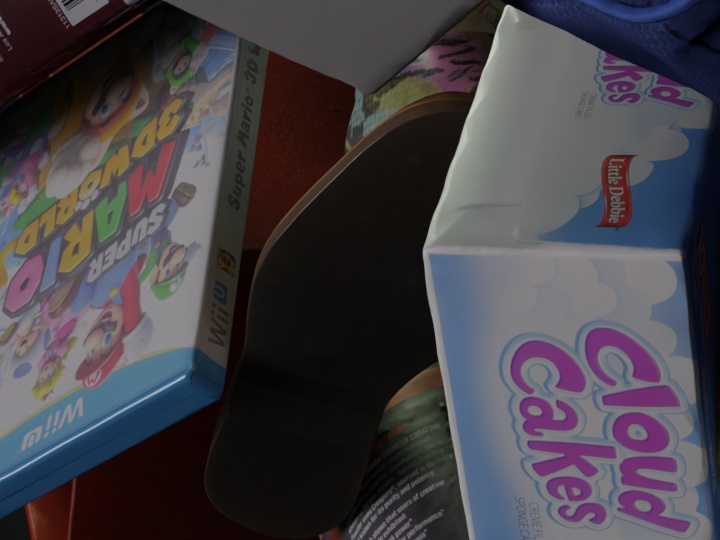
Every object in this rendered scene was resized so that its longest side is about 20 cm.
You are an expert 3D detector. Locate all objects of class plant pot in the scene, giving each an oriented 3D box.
[{"bbox_3d":[-0.047,0.019,1.174,0.200,0.176,0.200,-110,24,-51],"label":"plant pot"}]

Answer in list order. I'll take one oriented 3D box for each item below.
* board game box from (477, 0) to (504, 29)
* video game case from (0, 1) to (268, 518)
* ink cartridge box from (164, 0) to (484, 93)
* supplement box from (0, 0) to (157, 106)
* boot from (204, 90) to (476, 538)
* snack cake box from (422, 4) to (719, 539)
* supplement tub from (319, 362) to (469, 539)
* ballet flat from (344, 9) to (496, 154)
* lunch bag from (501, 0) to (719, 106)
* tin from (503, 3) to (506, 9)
[{"bbox_3d":[0.037,-0.164,1.113,0.134,0.034,0.201,-123,35,-65],"label":"board game box"},{"bbox_3d":[-0.092,-0.011,0.996,0.143,0.018,0.200,-29,39,34],"label":"video game case"},{"bbox_3d":[0.028,-0.146,0.576,0.200,0.084,0.145,-35,34,56],"label":"ink cartridge box"},{"bbox_3d":[-0.131,-0.100,1.045,0.200,0.109,0.061,-28,97,38],"label":"supplement box"},{"bbox_3d":[0.000,0.000,0.910,0.200,0.073,0.076,121,167,-45],"label":"boot"},{"bbox_3d":[0.072,0.041,0.754,0.115,0.067,0.200,-68,-27,-50],"label":"snack cake box"},{"bbox_3d":[0.043,0.099,0.968,0.200,0.107,0.107,-112,25,-53],"label":"supplement tub"},{"bbox_3d":[0.025,-0.059,0.985,0.200,0.069,0.071,97,165,-79],"label":"ballet flat"},{"bbox_3d":[0.119,-0.089,0.599,0.136,0.132,0.200,-64,16,5],"label":"lunch bag"},{"bbox_3d":[0.080,-0.152,0.945,0.112,0.042,0.201,-157,66,-70],"label":"tin"}]
